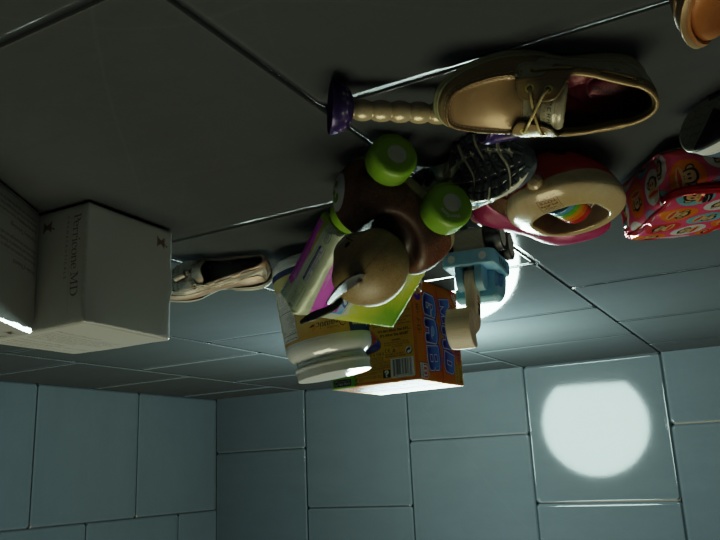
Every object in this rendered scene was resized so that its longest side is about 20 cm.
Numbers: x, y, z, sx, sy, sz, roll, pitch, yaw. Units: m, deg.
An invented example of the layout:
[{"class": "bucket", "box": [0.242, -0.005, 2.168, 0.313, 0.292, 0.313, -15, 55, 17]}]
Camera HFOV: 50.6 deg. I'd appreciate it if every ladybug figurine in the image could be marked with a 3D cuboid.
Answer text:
[{"class": "ladybug figurine", "box": [0.247, -0.095, 0.930, 0.136, 0.072, 0.200, -18, 162, 27]}]

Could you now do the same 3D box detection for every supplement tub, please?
[{"class": "supplement tub", "box": [-0.062, 0.077, 1.262, 0.144, 0.200, 0.144, -12, 167, -3]}]

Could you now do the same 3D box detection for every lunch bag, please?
[{"class": "lunch bag", "box": [0.436, -0.100, 0.959, 0.176, 0.082, 0.200, -6, 167, -3]}]

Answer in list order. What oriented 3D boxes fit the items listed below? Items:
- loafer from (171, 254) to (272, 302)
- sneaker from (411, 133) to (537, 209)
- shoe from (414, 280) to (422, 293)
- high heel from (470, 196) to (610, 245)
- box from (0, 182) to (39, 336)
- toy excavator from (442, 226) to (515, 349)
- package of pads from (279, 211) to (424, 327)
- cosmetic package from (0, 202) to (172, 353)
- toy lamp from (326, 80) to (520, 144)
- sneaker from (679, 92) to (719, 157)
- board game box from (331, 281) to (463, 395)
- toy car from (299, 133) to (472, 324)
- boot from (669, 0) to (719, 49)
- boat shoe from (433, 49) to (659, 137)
[{"class": "loafer", "box": [-0.248, 0.003, 1.269, 0.200, 0.072, 0.063, -8, 149, -5]}, {"class": "sneaker", "box": [0.141, -0.113, 0.896, 0.086, 0.078, 0.200, -8, 177, -32]}, {"class": "shoe", "box": [0.047, -0.012, 1.280, 0.070, 0.053, 0.200, 5, 166, 32]}, {"class": "high heel", "box": [0.249, -0.077, 1.029, 0.200, 0.067, 0.096, 11, 175, 0]}, {"class": "box", "box": [-0.524, -0.016, 0.915, 0.199, 0.172, 0.200, -3, 165, 0]}, {"class": "toy excavator", "box": [0.172, 0.026, 1.139, 0.100, 0.200, 0.194, -9, 164, 22]}, {"class": "package of pads", "box": [0.000, 0.000, 1.140, 0.200, 0.068, 0.155, 11, 119, -39]}, {"class": "cosmetic package", "box": [-0.398, 0.020, 1.084, 0.200, 0.168, 0.166, -11, 163, 26]}, {"class": "toy lamp", "box": [0.069, -0.153, 0.735, 0.200, 0.058, 0.058, 3, 165, -10]}, {"class": "sneaker", "box": [0.441, -0.147, 0.744, 0.146, 0.077, 0.202, 14, 171, -16]}, {"class": "board game box", "box": [0.073, 0.142, 1.560, 0.200, 0.200, 0.200, -12, 163, 30]}, {"class": "toy car", "box": [0.001, -0.023, 0.862, 0.158, 0.200, 0.164, 41, 151, -1]}, {"class": "boot", "box": [0.272, -0.220, 0.485, 0.155, 0.074, 0.200, -15, 164, 26]}, {"class": "boat shoe", "box": [0.167, -0.154, 0.676, 0.200, 0.066, 0.074, -9, 125, -3]}]
